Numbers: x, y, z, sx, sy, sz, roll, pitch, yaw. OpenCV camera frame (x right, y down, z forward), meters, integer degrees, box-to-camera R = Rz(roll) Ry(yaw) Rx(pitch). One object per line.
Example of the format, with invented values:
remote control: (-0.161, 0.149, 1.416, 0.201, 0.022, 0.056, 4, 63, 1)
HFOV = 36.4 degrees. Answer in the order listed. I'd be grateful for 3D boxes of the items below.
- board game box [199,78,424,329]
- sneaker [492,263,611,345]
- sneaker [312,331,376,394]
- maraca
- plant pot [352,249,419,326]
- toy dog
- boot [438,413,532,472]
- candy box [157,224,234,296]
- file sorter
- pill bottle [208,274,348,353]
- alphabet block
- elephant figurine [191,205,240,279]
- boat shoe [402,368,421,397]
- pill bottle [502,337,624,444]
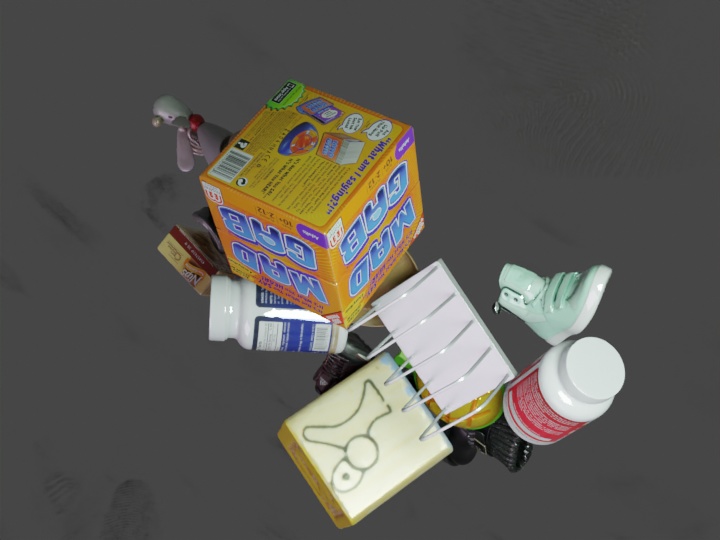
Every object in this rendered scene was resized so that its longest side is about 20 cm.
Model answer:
board game box: (-0.056, -0.089, 1.444, 0.199, 0.200, 0.201, 25, 150, 25)
sneaker: (0.236, 0.027, 1.394, 0.118, 0.074, 0.201, 31, 155, 1)
sneaker: (-0.035, 0.161, 1.817, 0.076, 0.116, 0.200, 44, 180, 13)
maraca: (0.138, 0.160, 1.685, 0.200, 0.107, 0.137, 46, 119, -2)
plant pot: (0.000, 0.000, 1.643, 0.198, 0.028, 0.201, 12, 132, 14)
toy dog: (-0.238, -0.180, 1.642, 0.199, 0.097, 0.132, 21, 148, 30)
boot: (0.211, 0.286, 1.818, 0.157, 0.080, 0.212, 25, 149, 25)
candy box: (-0.235, -0.008, 1.809, 0.115, 0.055, 0.200, 45, -168, 20)
file sorter: (0.096, 0.116, 1.553, 0.138, 0.124, 0.201, -33, 91, 34)
pill bottle: (-0.120, 0.059, 1.588, 0.198, 0.117, 0.116, 4, 153, -9)
alphabet block: (0.002, 0.274, 1.751, 0.196, 0.199, 0.197, 55, 165, 10)
elephant figurine: (-0.199, -0.074, 1.737, 0.200, 0.141, 0.156, 44, 127, 24)
boat shoe: (0.083, 0.182, 1.825, 0.072, 0.071, 0.200, 36, 153, 3)
pill bottle: (0.281, 0.164, 1.511, 0.112, 0.112, 0.200, 37, 153, 2)
